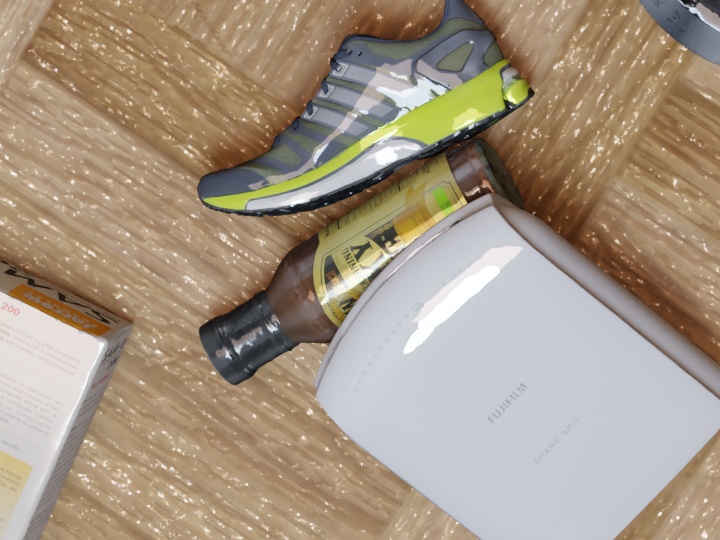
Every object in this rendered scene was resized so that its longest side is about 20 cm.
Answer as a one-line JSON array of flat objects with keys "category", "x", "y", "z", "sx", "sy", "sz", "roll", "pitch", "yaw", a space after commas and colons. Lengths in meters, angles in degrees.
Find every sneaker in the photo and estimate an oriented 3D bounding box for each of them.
[{"category": "sneaker", "x": -0.005, "y": -0.089, "z": 1.672, "sx": 0.199, "sy": 0.074, "sz": 0.081, "roll": -24, "pitch": 86, "yaw": 4}]

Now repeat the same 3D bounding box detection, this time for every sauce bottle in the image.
[{"category": "sauce bottle", "x": 0.000, "y": 0.000, "z": 1.679, "sx": 0.200, "sy": 0.065, "sz": 0.065, "roll": -33, "pitch": 91, "yaw": 12}]

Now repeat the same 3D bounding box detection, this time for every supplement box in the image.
[{"category": "supplement box", "x": -0.233, "y": 0.098, "z": 1.722, "sx": 0.126, "sy": 0.074, "sz": 0.201, "roll": 26, "pitch": 100, "yaw": 5}]

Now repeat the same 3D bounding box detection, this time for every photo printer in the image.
[{"category": "photo printer", "x": 0.086, "y": 0.064, "z": 1.638, "sx": 0.200, "sy": 0.070, "sz": 0.166, "roll": 39, "pitch": 105, "yaw": -17}]

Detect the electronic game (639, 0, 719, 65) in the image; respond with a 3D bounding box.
[{"category": "electronic game", "x": 0.237, "y": -0.207, "z": 1.626, "sx": 0.199, "sy": 0.042, "sz": 0.201, "roll": 1, "pitch": 98, "yaw": 8}]
